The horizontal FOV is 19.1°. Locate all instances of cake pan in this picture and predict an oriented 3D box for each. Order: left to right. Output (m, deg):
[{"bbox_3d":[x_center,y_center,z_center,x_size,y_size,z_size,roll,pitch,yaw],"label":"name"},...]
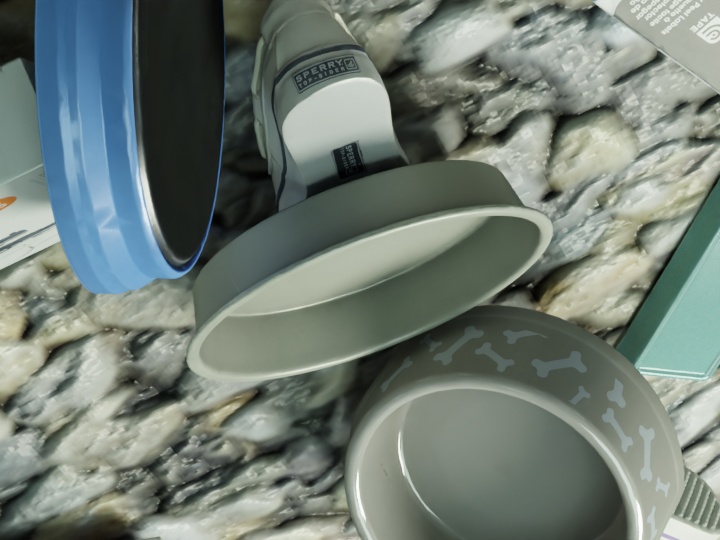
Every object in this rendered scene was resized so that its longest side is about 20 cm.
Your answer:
[{"bbox_3d":[0.000,0.000,1.097,0.199,0.037,0.200,-20,163,-6],"label":"cake pan"}]

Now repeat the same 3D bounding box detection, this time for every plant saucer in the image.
[{"bbox_3d":[0.216,-0.008,1.231,0.070,0.019,0.200,7,130,-25],"label":"plant saucer"}]

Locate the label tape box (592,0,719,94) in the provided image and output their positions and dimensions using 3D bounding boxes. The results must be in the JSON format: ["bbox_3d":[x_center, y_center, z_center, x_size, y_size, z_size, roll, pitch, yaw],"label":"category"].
[{"bbox_3d":[0.217,-0.153,1.052,0.200,0.066,0.143,29,119,-36],"label":"label tape box"}]

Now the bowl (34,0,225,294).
[{"bbox_3d":[-0.092,-0.090,0.909,0.039,0.201,0.201,1,137,8],"label":"bowl"}]

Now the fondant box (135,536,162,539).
[{"bbox_3d":[-0.170,0.267,1.239,0.143,0.201,0.058,-8,161,-11],"label":"fondant box"}]

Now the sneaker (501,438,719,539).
[{"bbox_3d":[0.125,0.150,1.321,0.114,0.073,0.200,-36,130,28],"label":"sneaker"}]

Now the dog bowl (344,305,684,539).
[{"bbox_3d":[0.081,0.120,1.216,0.199,0.059,0.201,10,122,16],"label":"dog bowl"}]

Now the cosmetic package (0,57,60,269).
[{"bbox_3d":[-0.182,-0.033,0.967,0.150,0.052,0.200,-27,175,7],"label":"cosmetic package"}]

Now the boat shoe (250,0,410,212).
[{"bbox_3d":[-0.020,-0.070,1.054,0.072,0.066,0.200,-22,158,-1],"label":"boat shoe"}]
